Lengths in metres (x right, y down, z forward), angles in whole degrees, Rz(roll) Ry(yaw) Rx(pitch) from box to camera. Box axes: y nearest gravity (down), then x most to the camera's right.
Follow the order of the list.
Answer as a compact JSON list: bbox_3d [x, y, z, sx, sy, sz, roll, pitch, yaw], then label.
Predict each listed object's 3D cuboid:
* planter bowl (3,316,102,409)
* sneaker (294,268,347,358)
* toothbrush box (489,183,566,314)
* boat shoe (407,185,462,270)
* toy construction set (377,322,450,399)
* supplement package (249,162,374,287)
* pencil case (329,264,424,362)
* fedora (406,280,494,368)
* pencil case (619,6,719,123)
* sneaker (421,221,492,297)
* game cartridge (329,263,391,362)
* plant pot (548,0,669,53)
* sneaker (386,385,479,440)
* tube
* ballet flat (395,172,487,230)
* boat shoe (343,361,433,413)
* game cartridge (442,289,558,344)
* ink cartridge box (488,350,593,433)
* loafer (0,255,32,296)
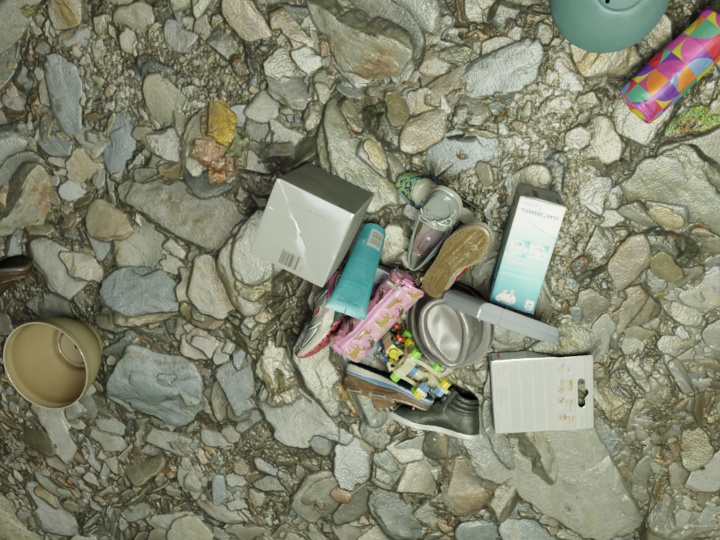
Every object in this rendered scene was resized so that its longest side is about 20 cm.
[{"bbox_3d":[-0.660,0.187,1.515,0.198,0.135,0.202,3,106,10],"label":"planter bowl"},{"bbox_3d":[-0.071,0.089,1.351,0.075,0.081,0.201,37,102,15],"label":"sneaker"},{"bbox_3d":[0.301,-0.045,1.247,0.085,0.146,0.202,14,107,7],"label":"toothbrush box"},{"bbox_3d":[0.132,-0.076,1.265,0.074,0.065,0.202,29,144,3],"label":"boat shoe"},{"bbox_3d":[0.094,0.175,1.331,0.131,0.200,0.092,37,87,-13],"label":"toy construction set"},{"bbox_3d":[-0.085,-0.092,1.282,0.151,0.200,0.152,26,110,3],"label":"supplement package"},{"bbox_3d":[0.030,0.086,1.307,0.086,0.083,0.200,36,102,-34],"label":"pencil case"},{"bbox_3d":[0.174,0.118,1.348,0.175,0.090,0.202,-7,104,14],"label":"fedora"},{"bbox_3d":[0.534,-0.343,1.150,0.088,0.088,0.200,44,107,-3],"label":"pencil case"},{"bbox_3d":[0.192,-0.041,1.270,0.071,0.112,0.200,41,136,4],"label":"sneaker"},{"bbox_3d":[-0.002,0.076,1.394,0.132,0.041,0.201,21,109,1],"label":"game cartridge"},{"bbox_3d":[0.413,-0.461,1.110,0.198,0.135,0.202,3,106,11],"label":"plant pot"},{"bbox_3d":[0.156,0.280,1.416,0.198,0.071,0.100,10,97,12],"label":"sneaker"},{"bbox_3d":[0.000,0.000,1.298,0.077,0.201,0.051,15,145,7],"label":"tube"},{"bbox_3d":[0.158,-0.128,1.291,0.199,0.074,0.075,28,109,1],"label":"ballet flat"},{"bbox_3d":[0.055,0.253,1.405,0.199,0.072,0.073,19,95,27],"label":"boat shoe"},{"bbox_3d":[0.264,0.086,1.257,0.199,0.133,0.041,19,96,-30],"label":"game cartridge"},{"bbox_3d":[0.363,0.241,1.376,0.198,0.050,0.164,-5,104,4],"label":"ink cartridge box"},{"bbox_3d":[-0.816,0.020,1.540,0.198,0.073,0.071,-12,114,19],"label":"loafer"}]
